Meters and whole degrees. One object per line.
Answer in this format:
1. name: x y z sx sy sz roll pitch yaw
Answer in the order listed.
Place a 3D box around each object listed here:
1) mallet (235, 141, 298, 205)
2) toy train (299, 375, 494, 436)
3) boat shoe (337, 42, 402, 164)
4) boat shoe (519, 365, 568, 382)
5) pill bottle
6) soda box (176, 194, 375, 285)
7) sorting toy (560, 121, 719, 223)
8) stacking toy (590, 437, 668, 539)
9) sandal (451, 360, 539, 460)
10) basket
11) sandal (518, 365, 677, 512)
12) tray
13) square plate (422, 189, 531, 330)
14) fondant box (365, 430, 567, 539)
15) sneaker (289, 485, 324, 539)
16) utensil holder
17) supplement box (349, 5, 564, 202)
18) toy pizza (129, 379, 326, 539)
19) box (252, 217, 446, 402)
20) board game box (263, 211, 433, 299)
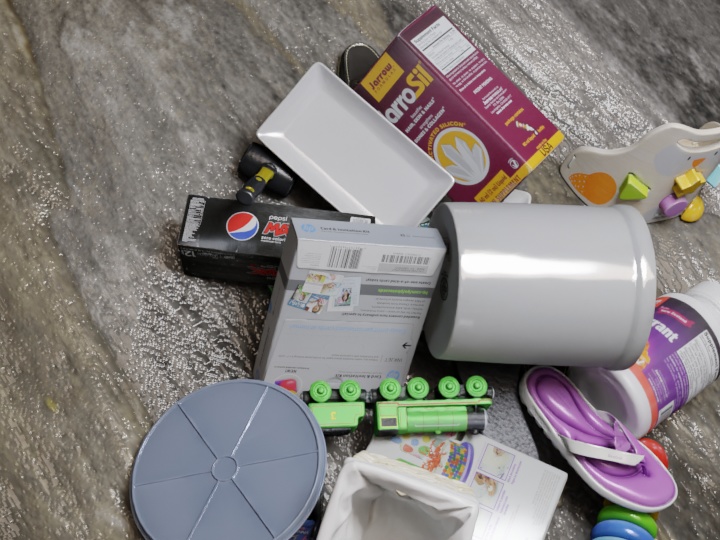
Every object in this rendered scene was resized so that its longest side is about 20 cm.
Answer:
1. mallet: -0.113 -0.098 1.581 0.066 0.200 0.041 30 103 5
2. toy train: 0.038 0.138 1.529 0.198 0.042 0.057 -1 70 -7
3. boat shoe: 0.022 -0.184 1.703 0.071 0.066 0.202 -7 57 -12
4. boat shoe: 0.200 0.045 1.675 0.070 0.070 0.202 7 66 -20
5. pill bottle: 0.333 0.094 1.674 0.199 0.111 0.112 -32 79 -29
6. soda box: -0.085 -0.025 1.576 0.198 0.071 0.064 8 63 4
7. sorting toy: 0.363 -0.132 1.749 0.199 0.180 0.108 -12 71 -23
8. stacking toy: 0.283 0.263 1.601 0.085 0.085 0.201 27 57 -6
9. sandal: 0.139 0.133 1.634 0.075 0.043 0.202 -5 75 -12
10. basket: 0.025 0.278 1.421 0.135 0.123 0.201 18 96 6
11. sandal: 0.246 0.173 1.582 0.202 0.050 0.082 40 55 12
12. tray: -0.005 -0.119 1.624 0.200 0.022 0.108 42 93 7
13. square plate: 0.071 -0.019 1.658 0.197 0.029 0.201 13 61 6
14. fondant box: 0.091 0.235 1.535 0.199 0.058 0.145 24 60 5
15. sneaker: -0.076 0.265 1.471 0.075 0.078 0.201 13 63 -13
16. utensil holder: 0.174 0.015 1.538 0.198 0.170 0.171 1 66 -11
17. supplement box: 0.102 -0.165 1.622 0.200 0.110 0.086 45 45 2
18. toy pizza: -0.126 0.197 1.470 0.199 0.032 0.201 -8 55 11
19. box: -0.013 0.044 1.530 0.155 0.201 0.041 3 34 -17
20. board game box: 0.000 0.000 1.616 0.199 0.024 0.105 -21 66 -12
